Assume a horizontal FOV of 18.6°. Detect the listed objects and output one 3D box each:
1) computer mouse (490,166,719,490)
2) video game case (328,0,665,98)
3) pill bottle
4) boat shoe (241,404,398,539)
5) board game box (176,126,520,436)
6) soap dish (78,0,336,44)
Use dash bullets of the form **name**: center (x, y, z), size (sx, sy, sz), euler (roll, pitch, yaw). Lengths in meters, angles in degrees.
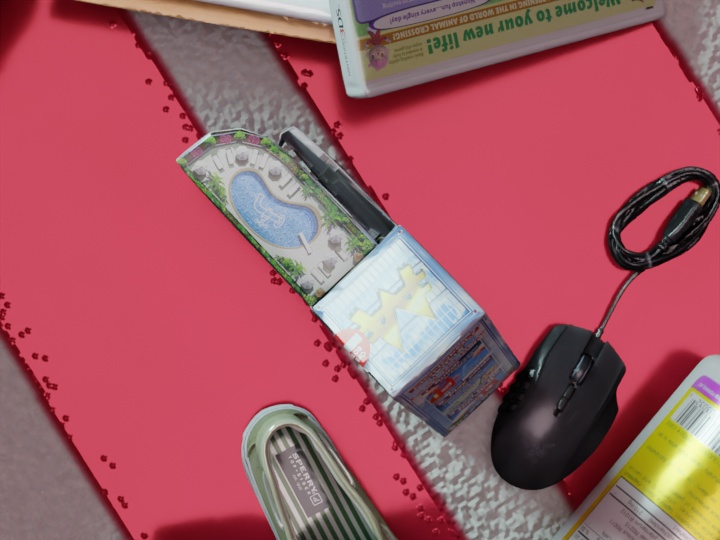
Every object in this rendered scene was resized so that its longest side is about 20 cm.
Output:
- **computer mouse**: center (0.134, 0.030, 1.176), size (0.058, 0.034, 0.201), euler (30, 88, 0)
- **video game case**: center (0.062, -0.199, 1.122), size (0.199, 0.022, 0.183), euler (-18, 103, -30)
- **pill bottle**: center (0.159, 0.149, 1.142), size (0.104, 0.104, 0.200), euler (40, 89, -1)
- **boat shoe**: center (-0.005, 0.164, 1.157), size (0.072, 0.062, 0.200), euler (-33, 91, -2)
- **board game box**: center (0.000, 0.000, 1.090), size (0.062, 0.200, 0.200), euler (-43, 91, -1)
- **soap dish**: center (-0.064, -0.205, 1.148), size (0.199, 0.081, 0.158), euler (9, 89, -1)
